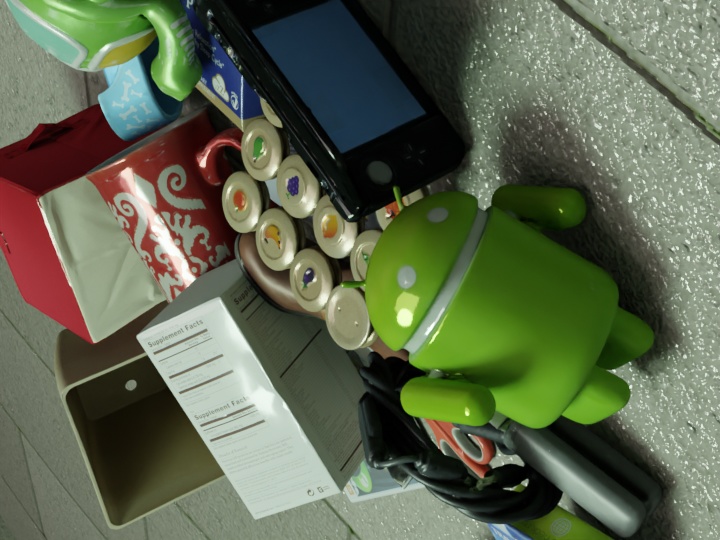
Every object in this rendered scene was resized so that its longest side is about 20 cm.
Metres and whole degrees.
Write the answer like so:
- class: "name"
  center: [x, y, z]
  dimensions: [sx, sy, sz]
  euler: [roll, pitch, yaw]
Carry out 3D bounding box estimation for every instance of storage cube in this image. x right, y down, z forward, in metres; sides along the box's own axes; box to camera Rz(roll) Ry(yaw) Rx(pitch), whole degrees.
- class: "storage cube"
  center: [-0.283, -0.056, 1.438]
  dimensions: [0.179, 0.170, 0.202]
  euler: [21, 134, 50]

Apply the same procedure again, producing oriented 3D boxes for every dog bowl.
- class: "dog bowl"
  center: [-0.215, -0.220, 1.241]
  dimensions: [0.049, 0.112, 0.202]
  euler: [-9, 116, 15]

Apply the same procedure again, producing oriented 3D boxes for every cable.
- class: "cable"
  center: [0.073, 0.120, 1.032]
  dimensions: [0.200, 0.161, 0.051]
  euler: [-105, 33, -70]

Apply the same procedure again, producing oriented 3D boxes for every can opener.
- class: "can opener"
  center: [0.135, 0.105, 0.979]
  dimensions: [0.199, 0.053, 0.067]
  euler: [37, 133, 21]

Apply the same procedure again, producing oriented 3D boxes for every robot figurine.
- class: "robot figurine"
  center: [0.090, 0.026, 0.889]
  dimensions: [0.198, 0.177, 0.116]
  euler: [29, 162, -3]

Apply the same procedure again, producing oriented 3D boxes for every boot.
- class: "boot"
  center: [0.000, 0.000, 1.070]
  dimensions: [0.188, 0.069, 0.200]
  euler: [43, 153, -3]

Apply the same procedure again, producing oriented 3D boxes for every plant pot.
- class: "plant pot"
  center: [-0.253, 0.138, 1.571]
  dimensions: [0.177, 0.198, 0.202]
  euler: [41, 149, 53]

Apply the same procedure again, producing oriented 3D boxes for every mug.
- class: "mug"
  center: [-0.149, -0.036, 1.276]
  dimensions: [0.177, 0.133, 0.202]
  euler: [-3, 117, 63]

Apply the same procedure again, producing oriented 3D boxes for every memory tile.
- class: "memory tile"
  center: [-0.033, -0.051, 1.035]
  dimensions: [0.200, 0.017, 0.155]
  euler: [45, 125, 31]

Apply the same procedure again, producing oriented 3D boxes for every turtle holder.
- class: "turtle holder"
  center: [-0.207, -0.230, 1.106]
  dimensions: [0.183, 0.142, 0.132]
  euler: [15, 143, -7]

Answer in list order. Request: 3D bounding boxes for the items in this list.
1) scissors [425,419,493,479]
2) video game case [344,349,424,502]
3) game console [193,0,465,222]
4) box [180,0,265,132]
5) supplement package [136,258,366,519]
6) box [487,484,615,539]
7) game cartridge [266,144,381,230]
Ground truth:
- class: "scissors"
  center: [0.051, 0.117, 1.198]
  dimensions: [0.200, 0.014, 0.074]
  euler: [42, 150, 29]
- class: "video game case"
  center: [-0.010, 0.135, 1.313]
  dimensions: [0.183, 0.023, 0.200]
  euler: [60, 153, 1]
- class: "game console"
  center: [-0.023, -0.147, 0.908]
  dimensions: [0.201, 0.175, 0.117]
  euler: [54, 146, 13]
- class: "box"
  center: [-0.111, -0.229, 1.086]
  dimensions: [0.121, 0.032, 0.202]
  euler: [43, 139, 40]
- class: "supplement package"
  center: [-0.084, 0.097, 1.195]
  dimensions: [0.109, 0.114, 0.202]
  euler: [-23, 104, 34]
- class: "box"
  center: [0.172, 0.248, 1.031]
  dimensions: [0.121, 0.048, 0.201]
  euler: [25, 151, 49]
- class: "game cartridge"
  center: [-0.031, -0.099, 1.111]
  dimensions: [0.199, 0.041, 0.135]
  euler: [15, 125, 55]
